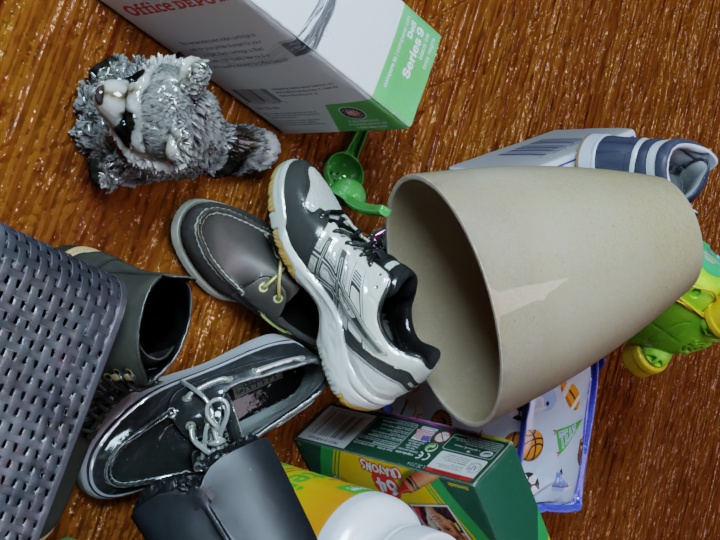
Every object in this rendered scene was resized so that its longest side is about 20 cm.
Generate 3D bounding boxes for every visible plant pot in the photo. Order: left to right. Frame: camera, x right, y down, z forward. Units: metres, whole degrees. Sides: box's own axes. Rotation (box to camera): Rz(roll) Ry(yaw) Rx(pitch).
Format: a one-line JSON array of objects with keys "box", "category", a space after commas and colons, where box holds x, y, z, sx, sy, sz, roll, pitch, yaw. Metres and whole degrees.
[{"box": [0.146, -0.001, 0.838, 0.199, 0.187, 0.188, -15, 105, -18], "category": "plant pot"}]

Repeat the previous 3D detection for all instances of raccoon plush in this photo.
[{"box": [-0.103, -0.108, 0.777, 0.199, 0.134, 0.097, -13, 102, -43], "category": "raccoon plush"}]

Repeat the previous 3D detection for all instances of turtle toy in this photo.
[{"box": [0.250, 0.001, 0.990, 0.200, 0.146, 0.101, 35, 55, -13], "category": "turtle toy"}]

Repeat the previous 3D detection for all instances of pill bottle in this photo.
[{"box": [-0.020, 0.214, 0.843, 0.111, 0.199, 0.112, -5, 98, -44], "category": "pill bottle"}]

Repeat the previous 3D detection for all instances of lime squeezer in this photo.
[{"box": [0.000, -0.077, 0.911, 0.038, 0.070, 0.200, 47, 23, -27], "category": "lime squeezer"}]

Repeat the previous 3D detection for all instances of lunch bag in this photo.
[{"box": [0.117, 0.098, 0.988, 0.124, 0.170, 0.201, 7, 88, -46], "category": "lunch bag"}]

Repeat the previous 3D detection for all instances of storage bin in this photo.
[{"box": [-0.237, 0.077, 0.661, 0.094, 0.135, 0.201, 31, 72, -41], "category": "storage bin"}]

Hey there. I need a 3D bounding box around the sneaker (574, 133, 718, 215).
[{"box": [0.292, -0.060, 1.046, 0.200, 0.108, 0.070, 37, 68, -40], "category": "sneaker"}]

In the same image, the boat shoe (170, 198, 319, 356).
[{"box": [-0.062, 0.008, 0.880, 0.201, 0.060, 0.072, 40, 67, -39], "category": "boat shoe"}]

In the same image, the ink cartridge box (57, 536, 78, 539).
[{"box": [-0.244, 0.277, 0.709, 0.199, 0.084, 0.147, -14, 103, -43], "category": "ink cartridge box"}]

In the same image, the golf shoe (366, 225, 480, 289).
[{"box": [0.087, -0.022, 0.953, 0.199, 0.092, 0.073, -10, 87, -5], "category": "golf shoe"}]

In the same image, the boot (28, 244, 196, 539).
[{"box": [-0.176, 0.086, 0.721, 0.077, 0.138, 0.201, 11, 87, -45], "category": "boot"}]

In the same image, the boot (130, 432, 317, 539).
[{"box": [-0.105, 0.224, 0.741, 0.200, 0.076, 0.168, -36, 78, -5], "category": "boot"}]

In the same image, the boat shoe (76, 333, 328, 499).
[{"box": [-0.111, 0.112, 0.822, 0.199, 0.068, 0.074, -22, 114, -30], "category": "boat shoe"}]

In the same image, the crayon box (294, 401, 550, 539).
[{"box": [0.058, 0.205, 0.919, 0.058, 0.199, 0.173, -40, 120, -34], "category": "crayon box"}]

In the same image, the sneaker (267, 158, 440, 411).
[{"box": [0.000, 0.000, 0.842, 0.076, 0.087, 0.201, -14, 79, -57], "category": "sneaker"}]

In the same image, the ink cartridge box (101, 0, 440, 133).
[{"box": [-0.063, -0.182, 0.802, 0.200, 0.146, 0.084, 33, 72, -41], "category": "ink cartridge box"}]

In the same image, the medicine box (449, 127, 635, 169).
[{"box": [0.188, -0.022, 1.094, 0.182, 0.103, 0.201, -23, 110, -41], "category": "medicine box"}]
